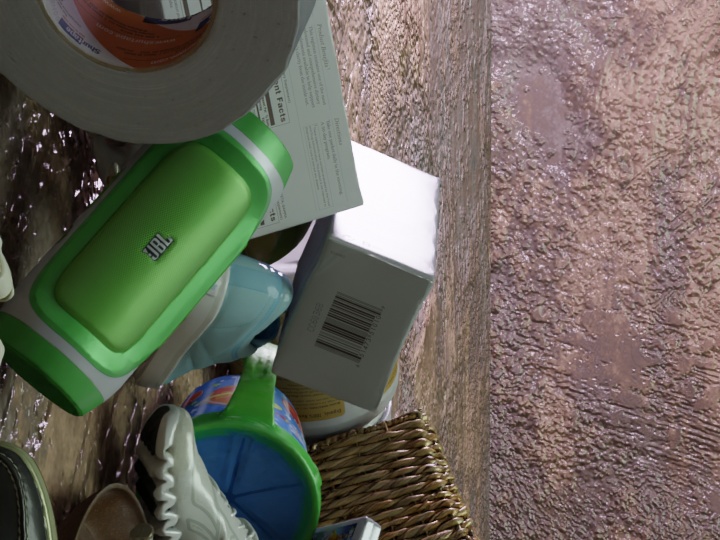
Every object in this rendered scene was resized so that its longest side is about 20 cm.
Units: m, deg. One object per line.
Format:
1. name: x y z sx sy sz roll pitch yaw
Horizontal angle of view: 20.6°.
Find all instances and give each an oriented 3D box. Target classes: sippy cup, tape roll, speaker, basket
1. sippy cup: -0.096 0.146 1.488 0.140 0.178 0.130 48 14 -15
2. tape roll: -0.124 -0.173 1.114 0.066 0.200 0.201 -71 158 -55
3. speaker: -0.130 -0.011 1.183 0.200 0.088 0.088 -51 155 -16
4. basket: -0.008 0.233 1.640 0.143 0.200 0.149 81 -11 -51

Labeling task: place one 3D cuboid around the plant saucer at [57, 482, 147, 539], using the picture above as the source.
1. plant saucer: -0.179 0.238 1.289 0.200 0.037 0.201 2 90 -79

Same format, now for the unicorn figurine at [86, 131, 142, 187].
1. unicorn figurine: -0.150 -0.034 1.301 0.137 0.074 0.200 93 -1 -54

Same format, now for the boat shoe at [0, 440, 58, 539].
1. boat shoe: -0.207 0.192 1.058 0.066 0.072 0.201 36 60 -82

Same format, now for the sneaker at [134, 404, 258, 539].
1. sneaker: -0.113 0.184 1.403 0.075 0.081 0.200 -129 -149 -64

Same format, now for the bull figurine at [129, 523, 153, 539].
1. bull figurine: -0.147 0.231 1.201 0.200 0.065 0.122 -79 161 -48

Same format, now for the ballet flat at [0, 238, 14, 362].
1. ballet flat: -0.212 0.025 1.038 0.069 0.063 0.200 71 22 -59

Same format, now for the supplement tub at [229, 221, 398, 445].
1. supplement tub: -0.043 0.052 1.670 0.145 0.144 0.200 -73 160 -54

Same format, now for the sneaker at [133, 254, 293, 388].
1. sneaker: -0.102 0.043 1.365 0.200 0.082 0.074 143 -40 -65

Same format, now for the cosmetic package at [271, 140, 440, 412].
1. cosmetic package: 0.000 0.000 1.388 0.200 0.081 0.113 -77 -170 -66

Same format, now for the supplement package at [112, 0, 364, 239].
1. supplement package: -0.088 -0.141 1.317 0.156 0.111 0.200 -138 -145 -63

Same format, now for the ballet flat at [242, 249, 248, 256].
1. ballet flat: -0.115 -0.047 1.536 0.071 0.071 0.200 54 38 -71

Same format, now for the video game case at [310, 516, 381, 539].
1. video game case: -0.070 0.260 1.458 0.018 0.200 0.143 36 58 -22

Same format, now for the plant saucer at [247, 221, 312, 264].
1. plant saucer: -0.053 -0.096 1.520 0.200 0.031 0.200 -171 -90 -74
